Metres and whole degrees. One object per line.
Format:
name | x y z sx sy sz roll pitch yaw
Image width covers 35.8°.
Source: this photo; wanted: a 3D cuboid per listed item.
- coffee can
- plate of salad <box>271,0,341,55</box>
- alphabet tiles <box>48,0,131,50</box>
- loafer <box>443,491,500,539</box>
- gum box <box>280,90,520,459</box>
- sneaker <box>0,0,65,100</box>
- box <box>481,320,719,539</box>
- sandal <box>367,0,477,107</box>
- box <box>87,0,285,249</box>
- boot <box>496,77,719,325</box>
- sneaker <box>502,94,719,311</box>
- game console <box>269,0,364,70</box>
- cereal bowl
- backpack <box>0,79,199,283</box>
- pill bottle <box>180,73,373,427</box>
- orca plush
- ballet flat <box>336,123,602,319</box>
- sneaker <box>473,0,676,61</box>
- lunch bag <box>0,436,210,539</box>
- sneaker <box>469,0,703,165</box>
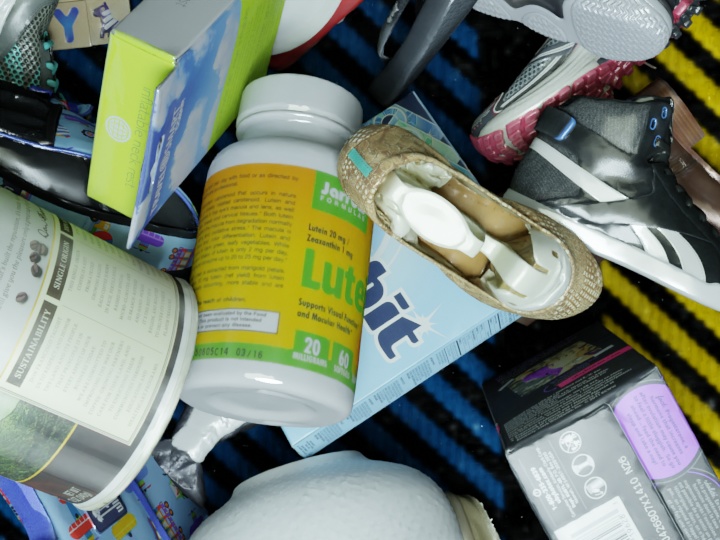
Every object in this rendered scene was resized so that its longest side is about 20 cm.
coffee can | -0.210 0.028 0.615 0.198 0.146 0.148 29 96 -28
plate of salad | -0.084 -0.246 0.752 0.197 0.048 0.203 17 125 25
alphabet tiles | -0.224 -0.264 0.807 0.163 0.006 0.204 -4 102 8
loafer | 0.107 0.254 0.822 0.067 0.076 0.203 -20 85 -33
gum box | 0.000 0.000 0.767 0.198 0.045 0.171 -32 67 -3
sneaker | -0.243 -0.127 0.808 0.090 0.078 0.202 25 106 -15
box | 0.157 0.122 0.740 0.105 0.200 0.124 -29 93 5
sandal | 0.035 -0.159 0.724 0.043 0.200 0.076 43 71 -2
box | -0.102 -0.121 0.672 0.047 0.201 0.123 25 133 4
boot | 0.180 -0.007 0.801 0.199 0.064 0.187 -36 92 8
sneaker | 0.201 -0.050 0.726 0.197 0.073 0.113 23 98 -2
game console | -0.040 -0.283 0.807 0.172 0.118 0.201 -37 94 -26
cereal bowl | -0.034 0.179 0.766 0.197 0.200 0.085 -19 73 4
backpack | -0.211 -0.028 0.749 0.197 0.135 0.185 12 117 -20
pill bottle | -0.048 -0.013 0.696 0.109 0.111 0.203 6 71 2
orca plush | -0.059 0.086 0.809 0.104 0.071 0.201 29 70 16
ballet flat | 0.071 -0.015 0.666 0.198 0.065 0.071 27 107 -20
sneaker | 0.125 -0.222 0.729 0.198 0.076 0.115 27 78 13
lunch bag | -0.190 0.160 0.760 0.093 0.200 0.152 -29 93 5
sneaker | 0.153 -0.155 0.787 0.200 0.081 0.075 -43 64 4
